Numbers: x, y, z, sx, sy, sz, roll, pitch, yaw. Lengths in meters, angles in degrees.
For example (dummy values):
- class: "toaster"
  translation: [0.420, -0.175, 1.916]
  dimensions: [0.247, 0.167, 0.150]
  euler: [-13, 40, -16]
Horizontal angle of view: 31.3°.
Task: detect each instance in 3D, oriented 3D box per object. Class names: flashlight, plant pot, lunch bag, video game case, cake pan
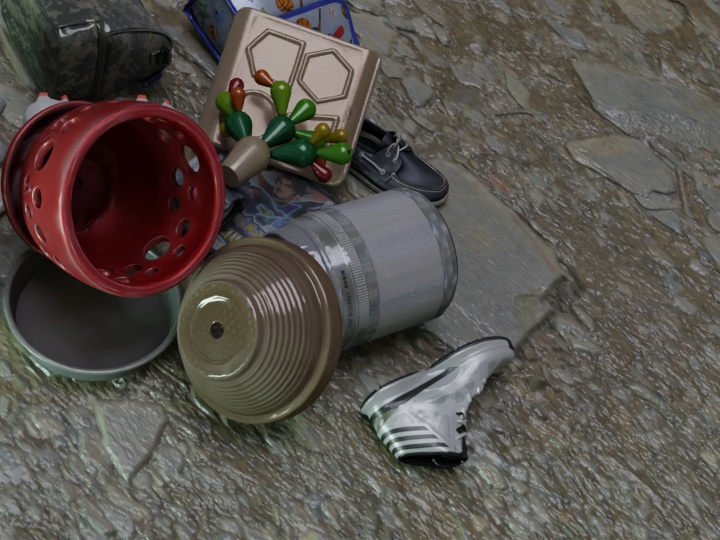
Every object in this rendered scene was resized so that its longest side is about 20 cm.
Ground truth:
- class: "flashlight"
  translation: [-0.227, -0.127, 1.533]
  dimensions: [0.200, 0.068, 0.068]
  euler: [44, 15, 11]
- class: "plant pot"
  translation: [-0.126, 0.064, 1.358]
  dimensions: [0.201, 0.201, 0.092]
  euler: [47, 20, 22]
- class: "lunch bag"
  translation: [-0.111, -0.330, 1.746]
  dimensions: [0.169, 0.124, 0.201]
  euler: [-26, 78, -32]
- class: "video game case"
  translation: [-0.139, -0.075, 1.590]
  dimensions: [0.199, 0.026, 0.181]
  euler: [35, 51, 13]
- class: "plant pot"
  translation: [-0.272, -0.083, 1.379]
  dimensions: [0.200, 0.202, 0.182]
  euler: [-29, 26, -33]
- class: "lunch bag"
  translation: [-0.351, -0.322, 1.651]
  dimensions: [0.167, 0.140, 0.201]
  euler: [-19, 60, -28]
- class: "cake pan"
  translation: [-0.298, 0.041, 1.442]
  dimensions: [0.198, 0.037, 0.202]
  euler: [8, 51, -10]

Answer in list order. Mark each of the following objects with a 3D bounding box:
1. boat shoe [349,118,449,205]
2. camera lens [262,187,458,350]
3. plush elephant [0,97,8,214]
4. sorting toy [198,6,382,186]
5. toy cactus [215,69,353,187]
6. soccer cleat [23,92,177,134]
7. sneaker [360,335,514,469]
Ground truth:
- class: "boat shoe"
  translation: [0.029, -0.150, 1.674]
  dimensions: [0.199, 0.063, 0.073]
  euler: [28, 51, 8]
- class: "camera lens"
  translation: [0.000, 0.000, 1.481]
  dimensions: [0.199, 0.161, 0.161]
  euler: [-17, 58, -27]
- class: "plush elephant"
  translation: [-0.465, -0.142, 1.475]
  dimensions: [0.164, 0.200, 0.155]
  euler: [41, 29, 2]
- class: "sorting toy"
  translation: [-0.090, -0.220, 1.639]
  dimensions: [0.198, 0.036, 0.187]
  euler: [17, 81, -1]
- class: "toy cactus"
  translation: [-0.112, -0.153, 1.546]
  dimensions: [0.199, 0.103, 0.165]
  euler: [34, 52, 14]
- class: "soccer cleat"
  translation: [-0.316, -0.173, 1.598]
  dimensions: [0.198, 0.069, 0.078]
  euler: [0, 73, -19]
- class: "sneaker"
  translation: [0.109, 0.159, 1.455]
  dimensions: [0.199, 0.076, 0.116]
  euler: [-24, 70, -22]
